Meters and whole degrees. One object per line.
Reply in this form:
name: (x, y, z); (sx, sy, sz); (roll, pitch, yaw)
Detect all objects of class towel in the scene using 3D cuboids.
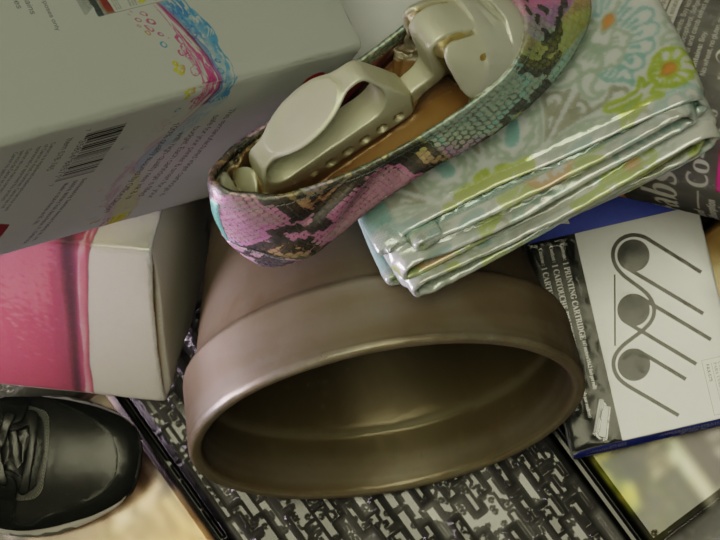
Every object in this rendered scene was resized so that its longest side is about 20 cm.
towel: (0.057, -0.100, 1.219); (0.171, 0.048, 0.201); (-26, 58, 5)

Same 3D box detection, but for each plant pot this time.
plant pot: (0.000, 0.000, 1.308); (0.199, 0.200, 0.174); (-13, 65, 5)

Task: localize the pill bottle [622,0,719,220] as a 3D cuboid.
pill bottle: (0.156, -0.088, 1.273); (0.199, 0.116, 0.117); (13, 85, 17)

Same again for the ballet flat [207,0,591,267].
ballet flat: (0.017, -0.078, 1.151); (0.200, 0.071, 0.069); (-36, 59, -1)

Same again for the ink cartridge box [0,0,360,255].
ink cartridge box: (-0.133, -0.106, 1.177); (0.199, 0.145, 0.145); (-17, 73, -35)

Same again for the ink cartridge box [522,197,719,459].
ink cartridge box: (0.132, -0.010, 1.352); (0.094, 0.044, 0.201); (-13, 82, 3)

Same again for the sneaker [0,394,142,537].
sneaker: (-0.216, 0.099, 1.356); (0.199, 0.088, 0.076); (2, 83, 6)

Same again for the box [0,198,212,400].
box: (-0.185, -0.022, 1.330); (0.199, 0.109, 0.128); (5, 43, 7)
